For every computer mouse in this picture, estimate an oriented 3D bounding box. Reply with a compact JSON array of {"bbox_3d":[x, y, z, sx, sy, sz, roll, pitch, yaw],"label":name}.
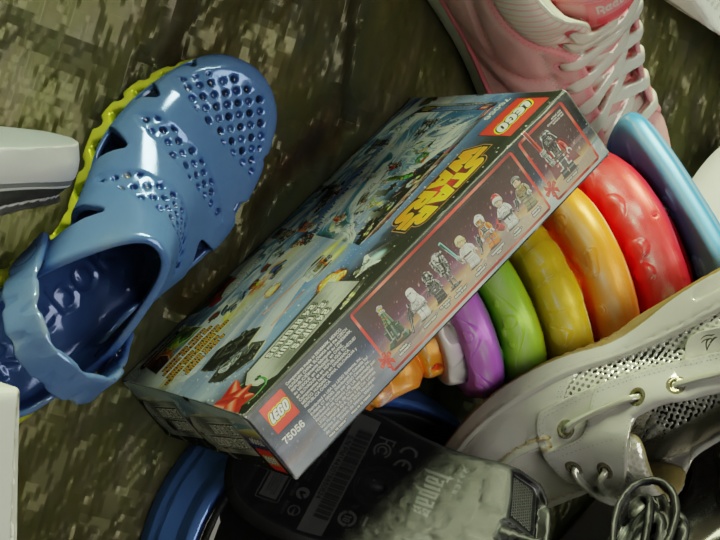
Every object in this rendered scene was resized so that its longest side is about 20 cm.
[{"bbox_3d":[0.027,0.134,0.827,0.046,0.199,0.141,82,25,-51],"label":"computer mouse"}]

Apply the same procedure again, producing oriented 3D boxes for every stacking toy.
[{"bbox_3d":[0.066,0.021,0.907,0.199,0.110,0.116,-22,150,-12],"label":"stacking toy"}]

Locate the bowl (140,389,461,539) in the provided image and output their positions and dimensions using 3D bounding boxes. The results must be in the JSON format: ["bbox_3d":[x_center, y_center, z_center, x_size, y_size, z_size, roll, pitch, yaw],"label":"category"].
[{"bbox_3d":[-0.008,0.149,0.935,0.200,0.039,0.202,-3,97,-29],"label":"bowl"}]

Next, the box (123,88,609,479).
[{"bbox_3d":[0.000,0.000,0.869,0.200,0.137,0.040,-45,111,-17],"label":"box"}]

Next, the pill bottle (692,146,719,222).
[{"bbox_3d":[0.257,0.014,1.030,0.200,0.109,0.109,41,75,-26],"label":"pill bottle"}]

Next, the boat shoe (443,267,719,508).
[{"bbox_3d":[0.115,0.071,0.865,0.071,0.200,0.070,24,39,-46],"label":"boat shoe"}]

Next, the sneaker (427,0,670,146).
[{"bbox_3d":[0.105,-0.101,0.938,0.075,0.104,0.200,-46,115,-19],"label":"sneaker"}]

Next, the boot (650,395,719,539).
[{"bbox_3d":[0.152,0.113,0.913,0.199,0.174,0.069,-33,109,0],"label":"boot"}]

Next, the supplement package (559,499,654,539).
[{"bbox_3d":[0.203,0.195,1.008,0.120,0.121,0.200,-45,114,-18],"label":"supplement package"}]

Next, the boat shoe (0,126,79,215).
[{"bbox_3d":[-0.209,-0.018,0.793,0.199,0.070,0.067,-8,106,-28],"label":"boat shoe"}]

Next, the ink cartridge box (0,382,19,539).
[{"bbox_3d":[-0.243,0.076,0.737,0.199,0.146,0.085,2,93,-30],"label":"ink cartridge box"}]

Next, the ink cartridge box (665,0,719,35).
[{"bbox_3d":[0.195,-0.202,1.016,0.163,0.057,0.200,-51,124,-16],"label":"ink cartridge box"}]

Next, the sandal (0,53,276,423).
[{"bbox_3d":[-0.098,-0.010,0.844,0.079,0.087,0.200,42,73,-23],"label":"sandal"}]
